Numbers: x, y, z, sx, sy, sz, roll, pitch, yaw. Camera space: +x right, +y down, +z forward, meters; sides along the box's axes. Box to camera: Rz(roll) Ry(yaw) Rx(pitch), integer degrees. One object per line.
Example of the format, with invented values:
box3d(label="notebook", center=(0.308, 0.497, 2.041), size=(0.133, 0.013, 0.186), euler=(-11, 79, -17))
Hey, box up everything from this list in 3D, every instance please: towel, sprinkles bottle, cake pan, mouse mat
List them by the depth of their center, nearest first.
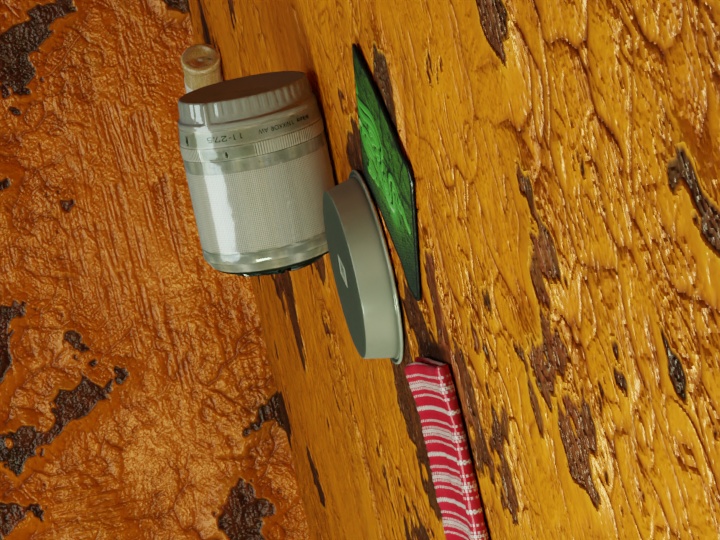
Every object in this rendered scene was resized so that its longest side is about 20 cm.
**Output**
box3d(label="towel", center=(0.080, 0.179, 1.647), size=(0.145, 0.022, 0.201), euler=(-179, 76, -81))
box3d(label="mouse mat", center=(0.022, -0.089, 1.665), size=(0.201, 0.007, 0.162), euler=(-110, 10, -45))
box3d(label="cake pan", center=(0.000, 0.000, 1.859), size=(0.200, 0.036, 0.202), euler=(167, 90, -82))
box3d(label="sprinkles bottle", center=(-0.261, -0.291, 3.115), size=(0.201, 0.068, 0.069), euler=(87, 167, -53))

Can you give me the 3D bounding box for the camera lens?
box3d(label="camera lens", center=(-0.110, -0.103, 2.016), size=(0.160, 0.159, 0.201), euler=(-131, 29, -73))
